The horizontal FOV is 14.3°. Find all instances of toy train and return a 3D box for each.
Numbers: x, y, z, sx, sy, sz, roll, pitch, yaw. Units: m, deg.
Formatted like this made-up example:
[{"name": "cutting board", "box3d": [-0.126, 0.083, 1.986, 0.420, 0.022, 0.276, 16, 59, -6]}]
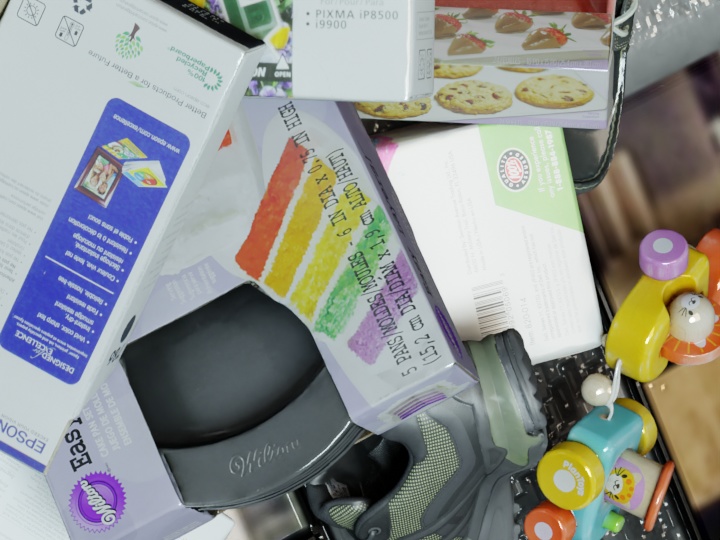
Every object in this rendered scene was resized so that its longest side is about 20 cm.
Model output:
[{"name": "toy train", "box3d": [0.149, 0.058, 1.347, 0.056, 0.150, 0.200, 23, 81, 23]}]

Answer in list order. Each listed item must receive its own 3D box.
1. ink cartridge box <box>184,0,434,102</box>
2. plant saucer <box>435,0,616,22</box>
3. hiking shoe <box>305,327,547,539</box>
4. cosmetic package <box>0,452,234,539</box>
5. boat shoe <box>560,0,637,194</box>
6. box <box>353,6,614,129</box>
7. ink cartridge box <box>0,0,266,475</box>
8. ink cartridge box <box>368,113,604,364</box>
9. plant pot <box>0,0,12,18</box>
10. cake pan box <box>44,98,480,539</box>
[{"name": "ink cartridge box", "box3d": [-0.025, -0.170, 1.171, 0.109, 0.050, 0.200, 3, 97, 14]}, {"name": "plant saucer", "box3d": [0.019, -0.196, 1.269, 0.199, 0.037, 0.200, 2, 126, -1]}, {"name": "hiking shoe", "box3d": [0.022, 0.100, 1.309, 0.100, 0.076, 0.200, -3, 137, -11]}, {"name": "cosmetic package", "box3d": [-0.179, 0.121, 1.278, 0.200, 0.052, 0.151, 36, 81, -20]}, {"name": "boat shoe", "box3d": [0.100, -0.132, 1.354, 0.072, 0.068, 0.200, -2, 100, -22]}, {"name": "box", "box3d": [0.014, -0.093, 1.288, 0.200, 0.039, 0.041, 3, 137, 5]}, {"name": "ink cartridge box", "box3d": [-0.125, -0.026, 1.172, 0.099, 0.039, 0.200, 29, 105, 6]}, {"name": "ink cartridge box", "box3d": [0.000, 0.000, 1.318, 0.200, 0.067, 0.117, -14, 99, -10]}, {"name": "plant pot", "box3d": [-0.199, -0.162, 1.170, 0.134, 0.200, 0.201, -15, 101, -47]}, {"name": "cake pan box", "box3d": [-0.069, 0.007, 1.224, 0.184, 0.052, 0.200, -27, 72, 10]}]
